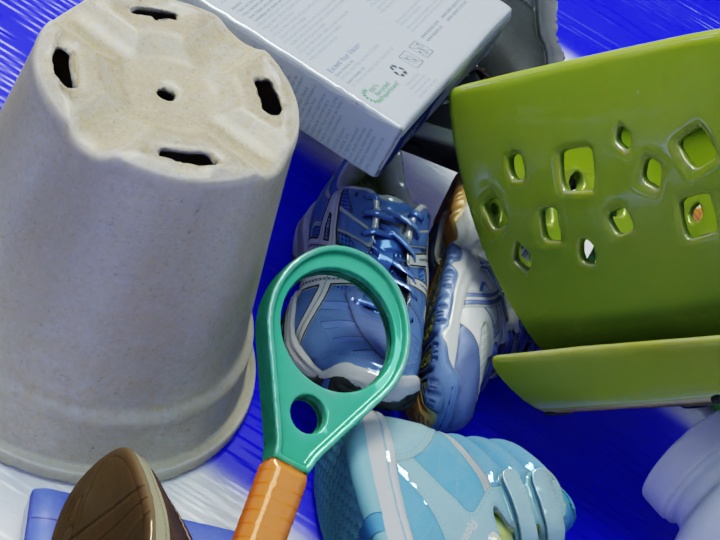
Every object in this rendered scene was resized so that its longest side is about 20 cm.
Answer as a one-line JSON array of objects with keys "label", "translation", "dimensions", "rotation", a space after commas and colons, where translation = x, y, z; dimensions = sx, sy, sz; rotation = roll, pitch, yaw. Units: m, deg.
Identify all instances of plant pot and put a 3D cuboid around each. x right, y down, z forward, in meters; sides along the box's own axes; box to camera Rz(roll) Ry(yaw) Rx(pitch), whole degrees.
[{"label": "plant pot", "translation": [-0.119, -0.028, 1.135], "dimensions": [0.199, 0.184, 0.201], "rotation": [15, 41, -14]}, {"label": "plant pot", "translation": [0.183, -0.019, 1.210], "dimensions": [0.199, 0.198, 0.183], "rotation": [1, 84, -44]}]

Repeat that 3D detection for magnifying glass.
[{"label": "magnifying glass", "translation": [-0.030, 0.077, 1.102], "dimensions": [0.079, 0.022, 0.201], "rotation": [29, 63, -17]}]

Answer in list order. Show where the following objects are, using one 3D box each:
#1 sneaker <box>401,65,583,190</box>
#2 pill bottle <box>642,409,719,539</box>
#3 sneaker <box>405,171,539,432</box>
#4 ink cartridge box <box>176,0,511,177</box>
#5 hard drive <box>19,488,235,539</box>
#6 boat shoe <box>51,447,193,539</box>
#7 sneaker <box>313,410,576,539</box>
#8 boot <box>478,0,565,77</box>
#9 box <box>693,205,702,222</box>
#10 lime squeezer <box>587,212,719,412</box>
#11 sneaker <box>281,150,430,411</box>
[{"label": "sneaker", "translation": [0.054, -0.120, 1.341], "dimensions": [0.199, 0.107, 0.075], "rotation": [20, -7, 19]}, {"label": "pill bottle", "translation": [0.236, 0.165, 1.178], "dimensions": [0.110, 0.111, 0.200], "rotation": [-19, 59, -40]}, {"label": "sneaker", "translation": [0.078, 0.020, 1.274], "dimensions": [0.088, 0.075, 0.201], "rotation": [22, 41, -6]}, {"label": "ink cartridge box", "translation": [-0.034, -0.152, 1.232], "dimensions": [0.200, 0.041, 0.200], "rotation": [35, 32, 4]}, {"label": "hard drive", "translation": [-0.097, 0.195, 1.034], "dimensions": [0.131, 0.025, 0.201], "rotation": [15, 42, -14]}, {"label": "boat shoe", "translation": [-0.086, 0.165, 1.012], "dimensions": [0.072, 0.072, 0.200], "rotation": [37, 17, -38]}, {"label": "sneaker", "translation": [0.056, 0.151, 1.122], "dimensions": [0.130, 0.080, 0.201], "rotation": [7, 45, -20]}, {"label": "boot", "translation": [0.025, -0.155, 1.435], "dimensions": [0.199, 0.066, 0.165], "rotation": [20, 33, -13]}, {"label": "box", "translation": [0.252, 0.016, 1.397], "dimensions": [0.136, 0.039, 0.200], "rotation": [-11, 53, -35]}, {"label": "lime squeezer", "translation": [0.163, -0.007, 1.342], "dimensions": [0.038, 0.070, 0.201], "rotation": [27, 50, -72]}, {"label": "sneaker", "translation": [0.000, 0.000, 1.230], "dimensions": [0.075, 0.077, 0.200], "rotation": [13, 32, -17]}]
